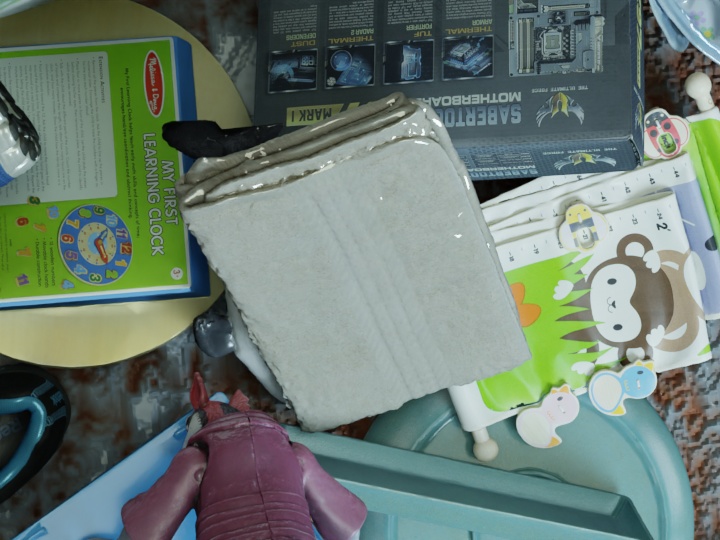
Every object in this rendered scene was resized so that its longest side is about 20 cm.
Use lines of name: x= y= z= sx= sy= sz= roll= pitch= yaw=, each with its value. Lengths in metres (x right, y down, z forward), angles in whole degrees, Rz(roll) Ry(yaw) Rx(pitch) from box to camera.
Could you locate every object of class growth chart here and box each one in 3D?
growth chart: x=0.122 y=0.006 z=1.096 sx=0.199 sy=0.018 sz=0.146 roll=-28 pitch=101 yaw=8

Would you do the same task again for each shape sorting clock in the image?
shape sorting clock: x=-0.151 y=-0.048 z=1.104 sx=0.198 sy=0.039 sz=0.202 roll=1 pitch=79 yaw=-3

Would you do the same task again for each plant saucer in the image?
plant saucer: x=0.051 y=0.117 z=1.089 sx=0.198 sy=0.070 sz=0.019 roll=12 pitch=104 yaw=-7
plant saucer: x=0.089 y=0.140 z=1.140 sx=0.198 sy=0.027 sz=0.202 roll=0 pitch=88 yaw=-9

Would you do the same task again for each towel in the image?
towel: x=0.000 y=0.000 z=1.026 sx=0.131 sy=0.201 sz=0.035 roll=-18 pitch=47 yaw=6

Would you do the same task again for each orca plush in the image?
orca plush: x=-0.054 y=-0.015 z=1.073 sx=0.105 sy=0.071 sz=0.200 roll=-32 pitch=136 yaw=4

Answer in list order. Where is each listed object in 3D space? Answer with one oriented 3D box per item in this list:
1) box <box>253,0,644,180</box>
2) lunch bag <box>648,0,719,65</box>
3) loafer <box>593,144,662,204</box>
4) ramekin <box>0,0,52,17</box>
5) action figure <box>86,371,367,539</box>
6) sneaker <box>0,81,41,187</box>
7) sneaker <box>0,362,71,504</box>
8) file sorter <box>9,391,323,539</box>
box: x=0.045 y=-0.127 z=1.081 sx=0.198 sy=0.051 sz=0.159 roll=-3 pitch=73 yaw=14
lunch bag: x=0.227 y=-0.187 z=1.090 sx=0.199 sy=0.127 sz=0.171 roll=26 pitch=57 yaw=-20
loafer: x=0.170 y=-0.047 z=1.141 sx=0.199 sy=0.073 sz=0.072 roll=36 pitch=72 yaw=-8
ramekin: x=-0.126 y=-0.198 z=1.037 sx=0.198 sy=0.200 sz=0.099 roll=-22 pitch=98 yaw=-8
action figure: x=-0.052 y=0.125 z=0.936 sx=0.133 sy=0.149 sz=0.201 roll=-7 pitch=57 yaw=-17
sneaker: x=-0.249 y=-0.110 z=1.059 sx=0.089 sy=0.079 sz=0.201 roll=-37 pitch=72 yaw=1
sneaker: x=-0.236 y=0.115 z=1.066 sx=0.200 sy=0.082 sz=0.073 roll=-39 pitch=95 yaw=-6
file sorter: x=-0.076 y=0.182 z=1.066 sx=0.138 sy=0.123 sz=0.201 roll=-35 pitch=94 yaw=-8
